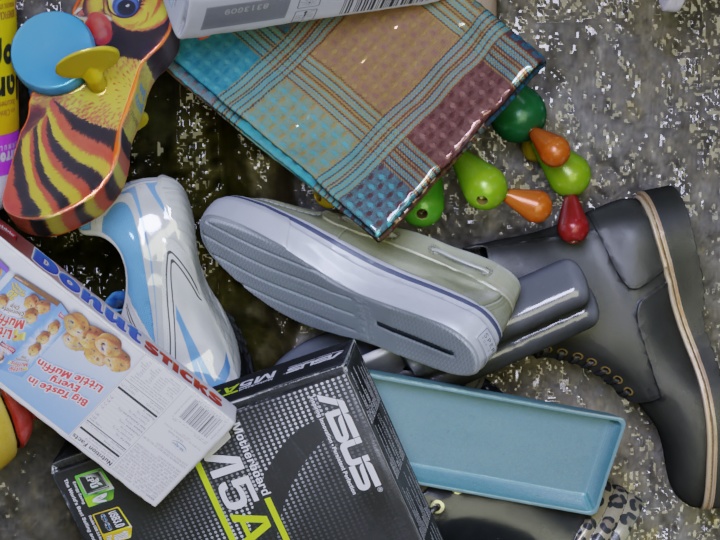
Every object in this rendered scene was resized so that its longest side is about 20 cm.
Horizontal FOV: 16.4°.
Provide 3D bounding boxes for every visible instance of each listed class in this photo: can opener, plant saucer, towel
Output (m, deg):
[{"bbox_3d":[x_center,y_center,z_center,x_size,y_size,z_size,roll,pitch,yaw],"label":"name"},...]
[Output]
[{"bbox_3d":[0.040,0.037,1.494,0.199,0.067,0.053,-24,146,6],"label":"can opener"},{"bbox_3d":[0.052,0.096,1.475,0.199,0.019,0.070,11,117,-8],"label":"plant saucer"},{"bbox_3d":[-0.014,-0.127,1.422,0.200,0.022,0.147,40,84,21],"label":"towel"}]

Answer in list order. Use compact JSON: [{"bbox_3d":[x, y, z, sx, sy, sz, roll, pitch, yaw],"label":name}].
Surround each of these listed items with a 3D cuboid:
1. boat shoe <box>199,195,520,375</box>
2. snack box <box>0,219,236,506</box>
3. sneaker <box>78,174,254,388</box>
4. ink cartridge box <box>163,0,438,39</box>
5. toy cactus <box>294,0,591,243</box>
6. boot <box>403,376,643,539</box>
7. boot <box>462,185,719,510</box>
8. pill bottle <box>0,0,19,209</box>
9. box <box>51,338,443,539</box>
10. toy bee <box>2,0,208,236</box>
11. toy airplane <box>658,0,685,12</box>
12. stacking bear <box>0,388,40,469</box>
[{"bbox_3d":[0.000,0.000,1.467,0.199,0.072,0.062,25,56,20],"label":"boat shoe"},{"bbox_3d":[-0.166,0.045,1.382,0.200,0.024,0.072,40,107,-15],"label":"snack box"},{"bbox_3d":[-0.109,0.041,1.481,0.072,0.072,0.201,-17,106,8],"label":"sneaker"},{"bbox_3d":[-0.053,-0.232,1.403,0.159,0.047,0.201,-11,63,-19],"label":"ink cartridge box"},{"bbox_3d":[0.053,-0.102,1.483,0.199,0.102,0.166,13,79,-9],"label":"toy cactus"},{"bbox_3d":[0.063,0.176,1.531,0.153,0.073,0.204,34,89,-6],"label":"boot"},{"bbox_3d":[0.147,0.060,1.545,0.138,0.077,0.201,-13,91,-6],"label":"boot"},{"bbox_3d":[-0.243,-0.094,1.399,0.104,0.104,0.201,-3,103,-12],"label":"pill bottle"},{"bbox_3d":[-0.054,0.162,1.460,0.192,0.048,0.201,-18,107,17],"label":"box"},{"bbox_3d":[-0.138,-0.119,1.384,0.108,0.131,0.201,2,96,5],"label":"toy bee"},{"bbox_3d":[0.171,-0.235,1.445,0.200,0.141,0.199,44,63,4],"label":"toy airplane"},{"bbox_3d":[-0.234,0.078,1.436,0.200,0.122,0.114,-27,145,-18],"label":"stacking bear"}]
